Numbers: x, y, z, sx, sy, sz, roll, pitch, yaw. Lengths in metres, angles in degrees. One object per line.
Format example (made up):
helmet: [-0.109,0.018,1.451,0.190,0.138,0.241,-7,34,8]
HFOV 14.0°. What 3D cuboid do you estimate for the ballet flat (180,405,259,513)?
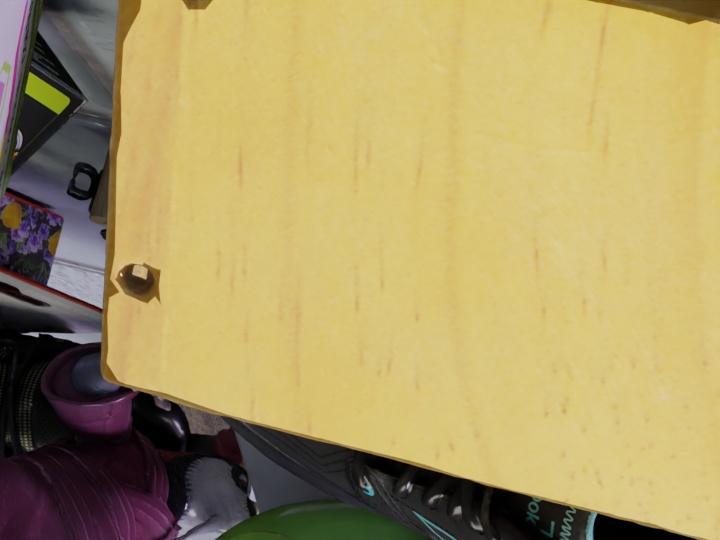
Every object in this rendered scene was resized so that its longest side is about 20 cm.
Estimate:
ballet flat: [0.002,0.091,1.303,0.200,0.067,0.068,8,166,31]

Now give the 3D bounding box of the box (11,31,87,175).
box: [-0.199,-0.027,0.766,0.048,0.193,0.200,50,-170,34]

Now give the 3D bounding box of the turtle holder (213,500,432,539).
turtle holder: [-0.003,0.140,0.891,0.185,0.141,0.132,-26,173,-41]

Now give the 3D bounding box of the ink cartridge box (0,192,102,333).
ink cartridge box: [-0.175,-0.015,1.089,0.109,0.050,0.200,24,163,-38]

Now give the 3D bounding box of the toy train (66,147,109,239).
toy train: [0.000,0.000,0.972,0.200,0.034,0.046,19,164,-15]

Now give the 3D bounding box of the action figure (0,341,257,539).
action figure: [-0.109,0.095,0.979,0.149,0.134,0.200,-5,-173,37]

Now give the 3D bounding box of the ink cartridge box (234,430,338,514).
ink cartridge box: [0.049,0.073,0.947,0.146,0.084,0.200,8,143,15]

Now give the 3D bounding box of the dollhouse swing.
dollhouse swing: [0.059,-0.034,0.741,0.200,0.176,0.182,14,127,10]

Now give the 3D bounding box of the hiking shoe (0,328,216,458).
hiking shoe: [-0.142,0.042,1.055,0.200,0.076,0.101,12,163,-43]

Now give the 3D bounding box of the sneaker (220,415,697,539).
sneaker: [0.044,0.046,0.800,0.200,0.075,0.079,18,-175,15]

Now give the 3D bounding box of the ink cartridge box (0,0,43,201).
ink cartridge box: [-0.129,-0.001,0.629,0.076,0.200,0.148,16,141,-2]
